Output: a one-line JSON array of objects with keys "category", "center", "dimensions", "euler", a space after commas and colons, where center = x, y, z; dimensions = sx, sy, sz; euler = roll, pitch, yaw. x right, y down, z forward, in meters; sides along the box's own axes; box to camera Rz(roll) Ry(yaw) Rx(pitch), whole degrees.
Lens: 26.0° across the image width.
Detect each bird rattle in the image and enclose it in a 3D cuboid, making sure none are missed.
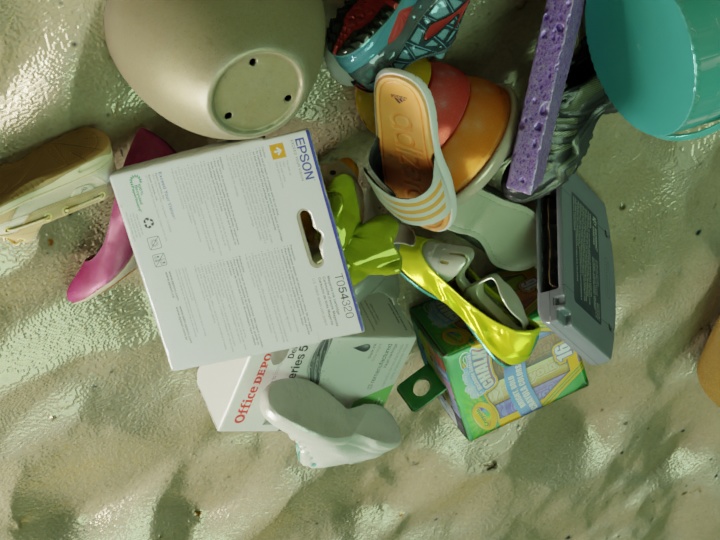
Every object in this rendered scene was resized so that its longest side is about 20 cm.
[{"category": "bird rattle", "center": [-0.055, -0.028, 1.528], "dimensions": [0.199, 0.164, 0.112], "euler": [-28, 131, 30]}]

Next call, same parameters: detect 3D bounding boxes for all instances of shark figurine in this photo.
[{"category": "shark figurine", "center": [-0.003, 0.018, 1.568], "dimensions": [0.215, 0.128, 0.090], "euler": [-51, 132, -12]}]

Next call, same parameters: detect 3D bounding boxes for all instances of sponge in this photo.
[{"category": "sponge", "center": [0.181, -0.180, 1.510], "dimensions": [0.029, 0.112, 0.202], "euler": [14, 101, 11]}]

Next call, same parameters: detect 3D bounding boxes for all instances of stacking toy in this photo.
[{"category": "stacking toy", "center": [0.044, -0.165, 1.507], "dimensions": [0.199, 0.147, 0.146], "euler": [35, 110, -25]}]

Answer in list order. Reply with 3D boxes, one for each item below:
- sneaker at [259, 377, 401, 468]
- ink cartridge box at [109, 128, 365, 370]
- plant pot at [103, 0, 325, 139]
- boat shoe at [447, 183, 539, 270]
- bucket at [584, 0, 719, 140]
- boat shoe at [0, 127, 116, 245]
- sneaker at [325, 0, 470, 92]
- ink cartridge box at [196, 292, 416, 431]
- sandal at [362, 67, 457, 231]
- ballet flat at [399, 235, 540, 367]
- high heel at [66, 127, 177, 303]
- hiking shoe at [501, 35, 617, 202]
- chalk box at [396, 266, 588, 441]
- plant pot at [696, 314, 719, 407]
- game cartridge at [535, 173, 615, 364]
[{"category": "sneaker", "center": [-0.047, 0.178, 1.675], "dimensions": [0.088, 0.076, 0.199], "euler": [-38, 141, 27]}, {"category": "ink cartridge box", "center": [-0.109, -0.020, 1.430], "dimensions": [0.198, 0.043, 0.199], "euler": [-12, 105, 14]}, {"category": "plant pot", "center": [-0.112, -0.193, 1.361], "dimensions": [0.198, 0.135, 0.202], "euler": [-15, 135, -15]}, {"category": "boat shoe", "center": [0.131, -0.060, 1.676], "dimensions": [0.201, 0.060, 0.072], "euler": [28, 103, -44]}, {"category": "bucket", "center": [0.319, -0.232, 1.499], "dimensions": [0.134, 0.208, 0.209], "euler": [-20, 137, -20]}, {"category": "boat shoe", "center": [-0.312, -0.058, 1.421], "dimensions": [0.198, 0.074, 0.070], "euler": [-23, 132, -9]}, {"category": "sneaker", "center": [0.058, -0.243, 1.430], "dimensions": [0.200, 0.079, 0.096], "euler": [-41, 134, -6]}, {"category": "ink cartridge box", "center": [-0.061, 0.098, 1.700], "dimensions": [0.198, 0.084, 0.146], "euler": [2, 129, -30]}, {"category": "sandal", "center": [0.036, -0.098, 1.440], "dimensions": [0.060, 0.078, 0.208], "euler": [-58, 151, -30]}, {"category": "ballet flat", "center": [0.113, 0.015, 1.655], "dimensions": [0.067, 0.200, 0.067], "euler": [-37, 168, -51]}, {"category": "high heel", "center": [-0.238, -0.048, 1.503], "dimensions": [0.199, 0.096, 0.067], "euler": [-37, -177, 35]}, {"category": "hiking shoe", "center": [0.200, -0.166, 1.616], "dimensions": [0.100, 0.076, 0.201], "euler": [31, 102, -35]}, {"category": "chalk box", "center": [0.135, 0.095, 1.759], "dimensions": [0.198, 0.125, 0.125], "euler": [-23, 120, -9]}, {"category": "plant pot", "center": [0.522, 0.092, 1.967], "dimensions": [0.185, 0.188, 0.200], "euler": [5, 141, -32]}, {"category": "game cartridge", "center": [0.235, -0.006, 1.695], "dimensions": [0.041, 0.202, 0.133], "euler": [-13, 147, 27]}]
